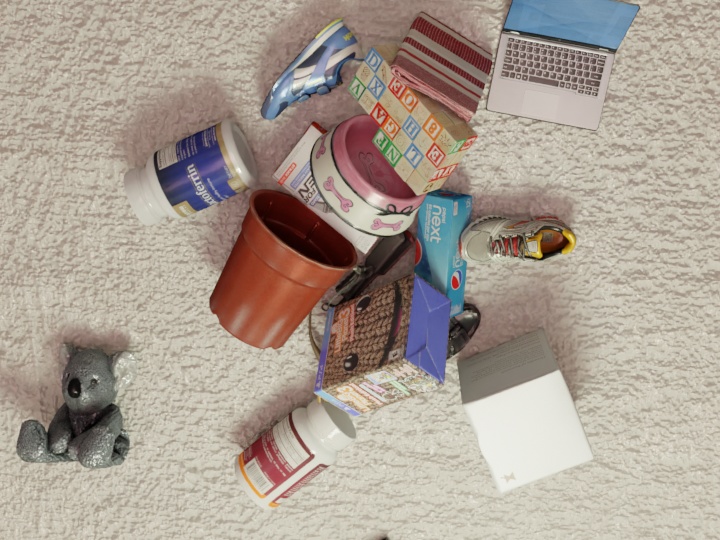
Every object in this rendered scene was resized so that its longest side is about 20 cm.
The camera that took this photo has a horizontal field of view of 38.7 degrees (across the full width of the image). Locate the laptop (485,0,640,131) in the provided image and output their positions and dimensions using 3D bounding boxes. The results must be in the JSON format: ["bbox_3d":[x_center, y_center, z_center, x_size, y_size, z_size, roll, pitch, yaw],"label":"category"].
[{"bbox_3d":[0.306,-0.324,1.579,0.185,0.116,0.203,11,105,1],"label":"laptop"}]

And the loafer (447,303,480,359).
[{"bbox_3d":[0.125,0.135,1.735,0.199,0.063,0.072,-39,100,12],"label":"loafer"}]

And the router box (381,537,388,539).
[{"bbox_3d":[0.008,0.603,1.864,0.199,0.062,0.151,-33,102,10],"label":"router box"}]

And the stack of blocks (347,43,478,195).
[{"bbox_3d":[0.069,-0.228,1.539,0.201,0.058,0.115,51,132,17],"label":"stack of blocks"}]

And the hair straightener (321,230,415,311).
[{"bbox_3d":[0.000,0.000,1.705,0.200,0.077,0.041,-42,63,18],"label":"hair straightener"}]

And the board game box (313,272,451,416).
[{"bbox_3d":[0.036,0.121,1.635,0.199,0.161,0.097,-25,134,39],"label":"board game box"}]

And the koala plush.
[{"bbox_3d":[-0.468,0.227,1.758,0.175,0.184,0.203,2,84,14],"label":"koala plush"}]

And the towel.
[{"bbox_3d":[0.126,-0.313,1.556,0.143,0.201,0.023,31,129,-6],"label":"towel"}]

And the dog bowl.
[{"bbox_3d":[0.023,-0.155,1.589,0.199,0.201,0.074,38,135,-7],"label":"dog bowl"}]

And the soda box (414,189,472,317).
[{"bbox_3d":[0.133,-0.026,1.680,0.067,0.064,0.203,14,108,35],"label":"soda box"}]

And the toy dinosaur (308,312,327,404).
[{"bbox_3d":[-0.050,0.177,1.746,0.060,0.106,0.201,-33,108,15],"label":"toy dinosaur"}]

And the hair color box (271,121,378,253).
[{"bbox_3d":[-0.034,-0.136,1.673,0.199,0.064,0.111,38,102,-8],"label":"hair color box"}]

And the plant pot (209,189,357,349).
[{"bbox_3d":[-0.138,0.008,1.658,0.200,0.201,0.196,32,112,-6],"label":"plant pot"}]

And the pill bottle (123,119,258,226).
[{"bbox_3d":[-0.274,-0.153,1.653,0.198,0.116,0.117,-23,103,9],"label":"pill bottle"}]

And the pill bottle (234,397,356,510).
[{"bbox_3d":[-0.111,0.310,1.767,0.199,0.114,0.114,-39,100,11],"label":"pill bottle"}]

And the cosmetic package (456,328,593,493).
[{"bbox_3d":[0.265,0.226,1.681,0.165,0.200,0.169,-22,104,8],"label":"cosmetic package"}]

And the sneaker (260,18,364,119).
[{"bbox_3d":[-0.078,-0.304,1.626,0.082,0.074,0.200,44,104,-11],"label":"sneaker"}]

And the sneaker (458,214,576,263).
[{"bbox_3d":[0.254,-0.050,1.652,0.197,0.082,0.079,-8,104,-9],"label":"sneaker"}]
